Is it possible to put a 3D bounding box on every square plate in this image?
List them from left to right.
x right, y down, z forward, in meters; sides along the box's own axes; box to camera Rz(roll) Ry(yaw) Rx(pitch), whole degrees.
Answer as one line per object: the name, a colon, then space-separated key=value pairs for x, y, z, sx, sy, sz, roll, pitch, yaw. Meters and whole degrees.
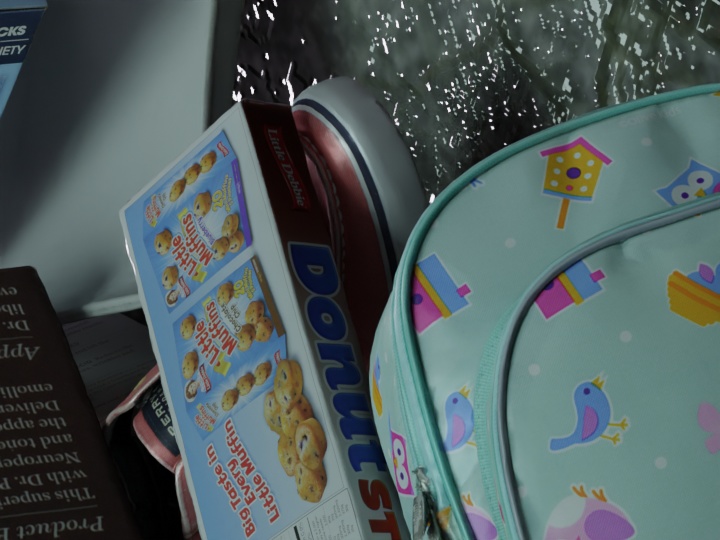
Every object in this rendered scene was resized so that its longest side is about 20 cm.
square plate: x=-0.099 y=-0.070 z=1.099 sx=0.198 sy=0.028 sz=0.201 roll=-16 pitch=64 yaw=52

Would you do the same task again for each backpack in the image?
backpack: x=0.095 y=0.048 z=0.824 sx=0.153 sy=0.175 sz=0.200 roll=86 pitch=163 yaw=-68

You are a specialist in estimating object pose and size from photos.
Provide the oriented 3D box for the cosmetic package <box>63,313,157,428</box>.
cosmetic package: x=-0.139 y=0.068 z=1.196 sx=0.200 sy=0.081 sz=0.113 roll=21 pitch=123 yaw=44

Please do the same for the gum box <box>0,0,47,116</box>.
gum box: x=-0.192 y=-0.095 z=1.115 sx=0.170 sy=0.044 sz=0.200 roll=64 pitch=145 yaw=29

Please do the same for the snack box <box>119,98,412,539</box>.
snack box: x=-0.025 y=0.051 z=0.900 sx=0.072 sy=0.024 sz=0.200 roll=-39 pitch=57 yaw=40

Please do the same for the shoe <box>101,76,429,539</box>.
shoe: x=-0.032 y=0.031 z=0.979 sx=0.071 sy=0.091 sz=0.200 roll=46 pitch=147 yaw=35

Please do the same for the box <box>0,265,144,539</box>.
box: x=-0.171 y=0.129 z=1.007 sx=0.164 sy=0.165 sz=0.200 roll=105 pitch=151 yaw=-41
